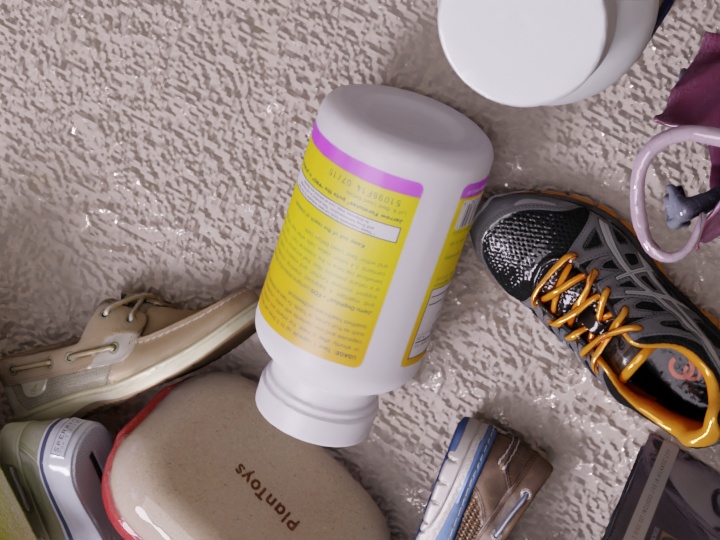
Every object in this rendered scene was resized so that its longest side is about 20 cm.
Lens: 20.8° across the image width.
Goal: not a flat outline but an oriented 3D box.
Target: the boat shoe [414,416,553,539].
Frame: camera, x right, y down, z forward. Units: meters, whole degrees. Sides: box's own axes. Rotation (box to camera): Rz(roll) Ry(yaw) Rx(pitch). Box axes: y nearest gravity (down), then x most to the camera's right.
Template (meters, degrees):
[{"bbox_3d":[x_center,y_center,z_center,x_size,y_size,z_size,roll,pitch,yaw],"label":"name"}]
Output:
[{"bbox_3d":[0.062,0.192,1.211,0.072,0.072,0.200,21,114,8],"label":"boat shoe"}]

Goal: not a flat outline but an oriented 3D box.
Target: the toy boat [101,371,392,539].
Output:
[{"bbox_3d":[-0.078,0.169,1.235,0.200,0.131,0.131,46,145,-1],"label":"toy boat"}]

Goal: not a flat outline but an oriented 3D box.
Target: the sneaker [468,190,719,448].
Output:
[{"bbox_3d":[0.146,0.027,1.124,0.200,0.077,0.078,36,117,4],"label":"sneaker"}]

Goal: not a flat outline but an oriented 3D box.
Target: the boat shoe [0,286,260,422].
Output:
[{"bbox_3d":[-0.146,0.046,1.226,0.200,0.072,0.065,-25,88,29],"label":"boat shoe"}]

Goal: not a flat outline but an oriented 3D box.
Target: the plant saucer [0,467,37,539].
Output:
[{"bbox_3d":[-0.260,0.119,1.237,0.048,0.200,0.200,-27,94,-15],"label":"plant saucer"}]

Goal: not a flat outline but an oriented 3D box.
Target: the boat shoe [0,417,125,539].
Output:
[{"bbox_3d":[-0.174,0.164,1.258,0.062,0.072,0.200,10,134,25],"label":"boat shoe"}]

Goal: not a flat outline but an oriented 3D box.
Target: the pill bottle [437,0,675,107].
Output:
[{"bbox_3d":[0.103,-0.148,1.006,0.111,0.200,0.111,6,111,15],"label":"pill bottle"}]

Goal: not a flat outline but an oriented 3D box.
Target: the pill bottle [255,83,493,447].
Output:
[{"bbox_3d":[0.000,0.000,1.144,0.104,0.104,0.200,23,113,8],"label":"pill bottle"}]

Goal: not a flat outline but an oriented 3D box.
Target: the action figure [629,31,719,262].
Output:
[{"bbox_3d":[0.251,-0.084,1.021,0.200,0.149,0.134,-4,102,33],"label":"action figure"}]

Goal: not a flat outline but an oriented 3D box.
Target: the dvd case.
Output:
[{"bbox_3d":[0.231,0.185,1.114,0.200,0.149,0.016,33,121,4],"label":"dvd case"}]
